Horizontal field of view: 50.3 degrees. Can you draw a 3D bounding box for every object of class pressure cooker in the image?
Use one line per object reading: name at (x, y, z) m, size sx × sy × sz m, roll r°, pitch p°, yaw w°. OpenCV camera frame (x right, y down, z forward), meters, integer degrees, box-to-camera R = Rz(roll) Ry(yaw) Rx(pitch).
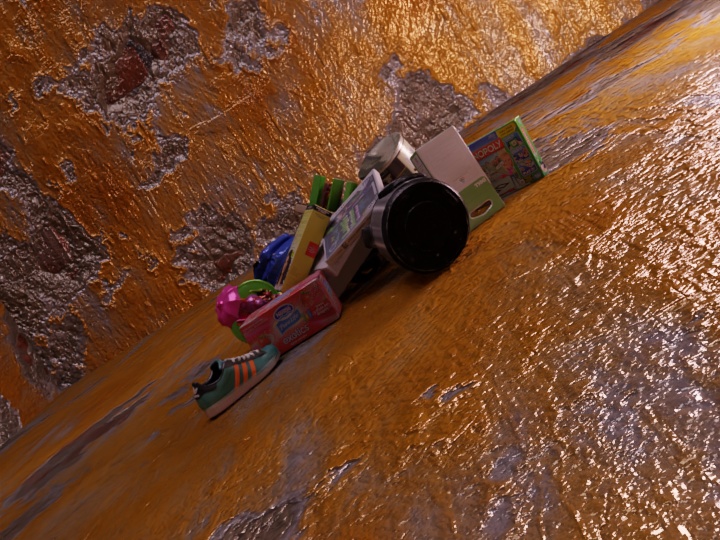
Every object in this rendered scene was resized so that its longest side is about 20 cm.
pressure cooker at (0.103, -0.086, 1.466) m, size 0.182 × 0.173 × 0.200 m, roll -62°, pitch 10°, yaw 0°

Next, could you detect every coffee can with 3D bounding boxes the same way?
coffee can at (0.111, -0.216, 1.884) m, size 0.146 × 0.199 × 0.148 m, roll -39°, pitch 26°, yaw 23°

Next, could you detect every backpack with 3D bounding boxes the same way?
backpack at (-0.173, -0.001, 1.906) m, size 0.163 × 0.167 × 0.200 m, roll -47°, pitch -1°, yaw -38°

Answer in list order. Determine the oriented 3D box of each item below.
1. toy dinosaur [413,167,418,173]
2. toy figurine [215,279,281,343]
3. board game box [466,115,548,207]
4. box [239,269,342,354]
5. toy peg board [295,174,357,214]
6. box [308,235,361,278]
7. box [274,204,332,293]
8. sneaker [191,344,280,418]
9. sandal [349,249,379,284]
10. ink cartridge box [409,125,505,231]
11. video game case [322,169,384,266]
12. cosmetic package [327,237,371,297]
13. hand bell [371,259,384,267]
toy dinosaur at (0.113, -0.187, 1.726) m, size 0.137 × 0.085 × 0.199 m, roll -56°, pitch 21°, yaw -9°
toy figurine at (-0.245, 0.086, 1.736) m, size 0.194 × 0.155 × 0.184 m, roll -6°, pitch -7°, yaw 12°
board game box at (0.290, -0.227, 1.661) m, size 0.198 × 0.136 × 0.029 m, roll -25°, pitch 11°, yaw 41°
box at (-0.143, 0.097, 1.612) m, size 0.197 × 0.096 × 0.103 m, roll -32°, pitch 8°, yaw 9°
toy peg board at (-0.023, -0.160, 1.870) m, size 0.196 × 0.100 × 0.198 m, roll 15°, pitch 3°, yaw 26°
box at (-0.069, -0.048, 1.724) m, size 0.146 × 0.036 × 0.199 m, roll -59°, pitch 21°, yaw -18°
box at (-0.127, -0.042, 1.697) m, size 0.204 × 0.049 × 0.075 m, roll -68°, pitch 18°, yaw -6°
sneaker at (-0.240, 0.194, 1.491) m, size 0.199 × 0.081 × 0.071 m, roll -40°, pitch 12°, yaw -36°
sandal at (0.000, 0.000, 1.771) m, size 0.200 × 0.048 × 0.076 m, roll -42°, pitch 18°, yaw 36°
ink cartridge box at (0.200, -0.185, 1.596) m, size 0.103 × 0.202 × 0.059 m, roll -33°, pitch -4°, yaw -14°
video game case at (-0.016, -0.117, 1.638) m, size 0.182 × 0.023 × 0.201 m, roll -48°, pitch 19°, yaw 15°
cosmetic package at (-0.053, -0.007, 1.754) m, size 0.202 × 0.051 × 0.150 m, roll -55°, pitch 14°, yaw -7°
hand bell at (0.102, -0.078, 1.785) m, size 0.200 × 0.104 × 0.104 m, roll -46°, pitch 9°, yaw 1°
